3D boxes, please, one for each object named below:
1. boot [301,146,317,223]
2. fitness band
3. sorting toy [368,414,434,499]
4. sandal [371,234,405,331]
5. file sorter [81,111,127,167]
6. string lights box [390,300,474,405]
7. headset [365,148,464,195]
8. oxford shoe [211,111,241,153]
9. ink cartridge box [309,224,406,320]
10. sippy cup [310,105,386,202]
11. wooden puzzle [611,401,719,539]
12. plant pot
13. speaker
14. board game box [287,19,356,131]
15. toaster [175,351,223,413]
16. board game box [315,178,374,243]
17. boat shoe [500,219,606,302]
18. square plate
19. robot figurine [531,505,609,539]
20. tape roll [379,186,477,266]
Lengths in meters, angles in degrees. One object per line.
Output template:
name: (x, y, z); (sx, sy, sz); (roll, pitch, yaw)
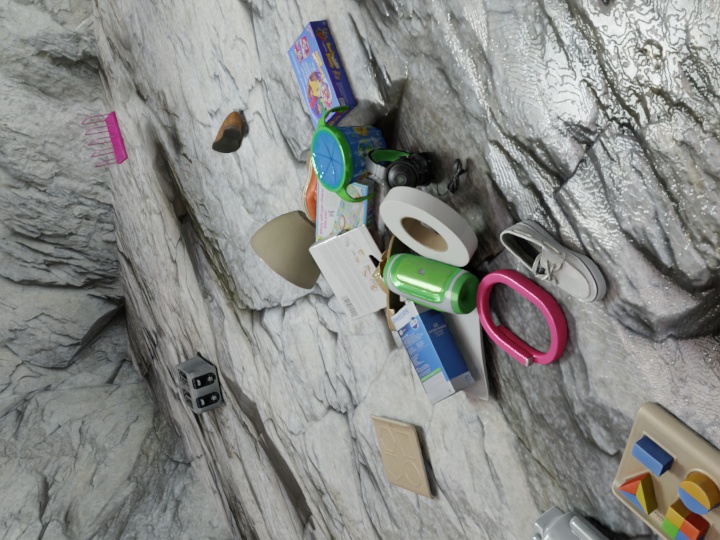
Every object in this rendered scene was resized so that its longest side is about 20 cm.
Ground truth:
boot: (-0.082, -0.188, 1.757); (0.107, 0.074, 0.203); (37, 134, 37)
fitness band: (0.284, 0.084, 1.330); (0.199, 0.037, 0.146); (39, 136, 42)
sorting toy: (0.104, 0.451, 1.823); (0.184, 0.036, 0.204); (-3, 107, 59)
sandal: (0.054, 0.025, 1.602); (0.069, 0.077, 0.216); (4, 103, 32)
file sorter: (-1.100, -0.556, 3.174); (0.138, 0.124, 0.204); (-7, 100, 58)
string lights box: (0.145, 0.161, 1.520); (0.203, 0.058, 0.103); (65, 149, 12)
headset: (0.102, -0.199, 1.412); (0.198, 0.123, 0.095); (28, 122, 27)
oxford shoe: (-0.383, -0.399, 2.162); (0.199, 0.070, 0.073); (-31, 52, 59)
ink cartridge box: (0.000, 0.000, 1.692); (0.174, 0.045, 0.202); (-21, 106, 35)
sippy cup: (-0.017, -0.246, 1.560); (0.139, 0.129, 0.181); (36, 135, 43)
wooden puzzle: (0.475, 0.333, 1.138); (0.185, 0.046, 0.203); (42, 138, 41)
plant pot: (-0.159, -0.069, 1.859); (0.135, 0.199, 0.201); (-51, 55, 13)
speaker: (0.137, 0.024, 1.451); (0.198, 0.088, 0.090); (18, 121, 44)
board game box: (-0.089, -0.433, 1.663); (0.134, 0.044, 0.203); (-26, 82, 59)
toaster: (-0.647, 0.449, 2.963); (0.199, 0.117, 0.185); (17, 119, 54)
board game box: (-0.037, -0.124, 1.698); (0.132, 0.034, 0.203); (20, 125, 23)
boat shoe: (0.309, -0.013, 1.210); (0.200, 0.065, 0.073); (49, 142, 34)
square plate: (0.192, 0.146, 1.521); (0.197, 0.028, 0.204); (13, 116, 55)
robot figurine: (0.391, 0.508, 1.299); (0.199, 0.112, 0.172); (37, 145, 45)
tape roll: (0.127, -0.080, 1.393); (0.201, 0.037, 0.203); (31, 164, 10)
